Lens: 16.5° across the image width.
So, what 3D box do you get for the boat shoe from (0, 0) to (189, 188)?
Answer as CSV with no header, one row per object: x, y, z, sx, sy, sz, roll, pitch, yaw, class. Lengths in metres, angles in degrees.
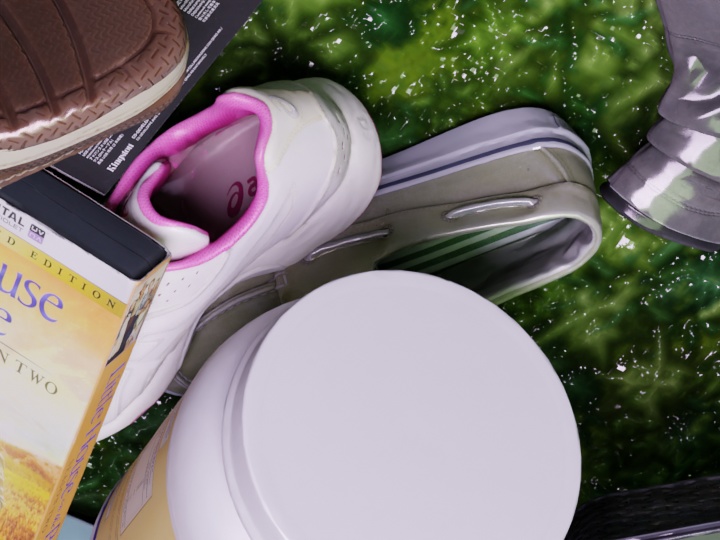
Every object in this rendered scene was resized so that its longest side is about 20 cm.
-0.152,-0.048,0.814,0.201,0.075,0.075,-12,154,-1,boat shoe

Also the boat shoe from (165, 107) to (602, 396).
0.000,0.000,0.969,0.199,0.062,0.072,-27,126,8,boat shoe

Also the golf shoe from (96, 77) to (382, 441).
-0.085,-0.003,0.924,0.200,0.075,0.091,-43,163,13,golf shoe

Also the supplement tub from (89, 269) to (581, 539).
-0.013,0.095,0.915,0.144,0.146,0.200,7,155,-17,supplement tub

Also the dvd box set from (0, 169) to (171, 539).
-0.163,0.035,0.921,0.146,0.029,0.201,32,126,8,dvd box set

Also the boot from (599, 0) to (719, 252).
0.127,-0.073,0.939,0.199,0.070,0.132,23,116,-25,boot

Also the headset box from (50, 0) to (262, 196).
-0.127,-0.139,0.832,0.199,0.077,0.149,29,115,-27,headset box

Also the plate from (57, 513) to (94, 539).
-0.156,0.196,1.044,0.199,0.026,0.202,0,99,-2,plate

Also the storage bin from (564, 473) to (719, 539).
0.180,0.146,0.945,0.199,0.094,0.136,-10,95,5,storage bin
